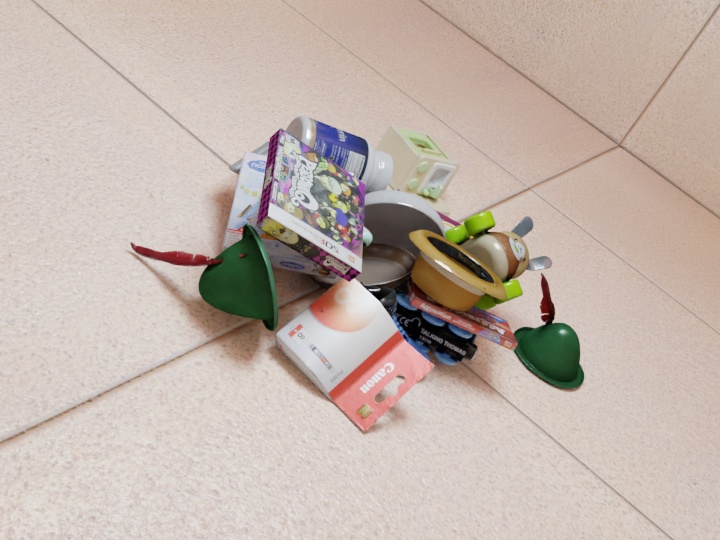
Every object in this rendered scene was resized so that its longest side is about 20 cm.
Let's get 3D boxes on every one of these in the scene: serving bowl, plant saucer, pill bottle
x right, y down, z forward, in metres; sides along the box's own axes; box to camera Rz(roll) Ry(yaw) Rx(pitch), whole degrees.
[{"bbox_3d":[0.063,-0.085,1.771,0.199,0.200,0.066,23,53,-16],"label":"serving bowl"},{"bbox_3d":[0.000,0.000,1.687,0.199,0.032,0.200,-1,22,0],"label":"plant saucer"},{"bbox_3d":[-0.045,-0.205,1.779,0.199,0.116,0.116,17,31,-28],"label":"pill bottle"}]

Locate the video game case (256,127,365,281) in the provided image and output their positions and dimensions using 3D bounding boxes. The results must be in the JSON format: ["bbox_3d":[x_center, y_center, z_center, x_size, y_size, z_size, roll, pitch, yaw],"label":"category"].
[{"bbox_3d":[-0.071,-0.103,1.471,0.181,0.036,0.201,32,41,-27],"label":"video game case"}]

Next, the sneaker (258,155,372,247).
[{"bbox_3d":[-0.058,-0.126,1.590,0.199,0.078,0.141,21,69,0],"label":"sneaker"}]

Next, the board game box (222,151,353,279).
[{"bbox_3d":[-0.123,-0.097,1.641,0.199,0.041,0.201,12,60,-4],"label":"board game box"}]

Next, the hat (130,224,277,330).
[{"bbox_3d":[-0.233,0.027,1.424,0.175,0.167,0.200,-13,9,-16],"label":"hat"}]

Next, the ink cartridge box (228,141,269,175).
[{"bbox_3d":[-0.152,-0.144,1.788,0.175,0.084,0.200,33,28,4],"label":"ink cartridge box"}]

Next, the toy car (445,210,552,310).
[{"bbox_3d":[0.278,-0.031,1.789,0.199,0.158,0.165,-18,84,-33],"label":"toy car"}]

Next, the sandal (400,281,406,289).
[{"bbox_3d":[0.107,0.023,1.806,0.200,0.057,0.080,15,32,-29],"label":"sandal"}]

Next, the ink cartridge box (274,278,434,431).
[{"bbox_3d":[-0.009,0.122,1.459,0.162,0.050,0.200,-40,66,-23],"label":"ink cartridge box"}]

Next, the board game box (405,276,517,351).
[{"bbox_3d":[0.174,0.074,1.648,0.199,0.020,0.103,25,18,-11],"label":"board game box"}]

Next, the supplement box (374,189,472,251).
[{"bbox_3d":[0.130,-0.055,1.906,0.199,0.103,0.131,28,29,-6],"label":"supplement box"}]

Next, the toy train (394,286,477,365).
[{"bbox_3d":[0.119,0.093,1.685,0.199,0.087,0.114,27,20,0],"label":"toy train"}]

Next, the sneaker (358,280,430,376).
[{"bbox_3d":[0.047,0.093,1.577,0.199,0.112,0.077,30,28,-3],"label":"sneaker"}]

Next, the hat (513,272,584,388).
[{"bbox_3d":[0.402,0.111,1.831,0.166,0.176,0.200,45,30,23],"label":"hat"}]

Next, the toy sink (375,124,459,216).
[{"bbox_3d":[0.139,-0.235,2.192,0.130,0.112,0.200,5,38,-40],"label":"toy sink"}]

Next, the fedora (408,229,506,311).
[{"bbox_3d":[0.153,0.011,1.628,0.200,0.082,0.201,31,16,-10],"label":"fedora"}]
